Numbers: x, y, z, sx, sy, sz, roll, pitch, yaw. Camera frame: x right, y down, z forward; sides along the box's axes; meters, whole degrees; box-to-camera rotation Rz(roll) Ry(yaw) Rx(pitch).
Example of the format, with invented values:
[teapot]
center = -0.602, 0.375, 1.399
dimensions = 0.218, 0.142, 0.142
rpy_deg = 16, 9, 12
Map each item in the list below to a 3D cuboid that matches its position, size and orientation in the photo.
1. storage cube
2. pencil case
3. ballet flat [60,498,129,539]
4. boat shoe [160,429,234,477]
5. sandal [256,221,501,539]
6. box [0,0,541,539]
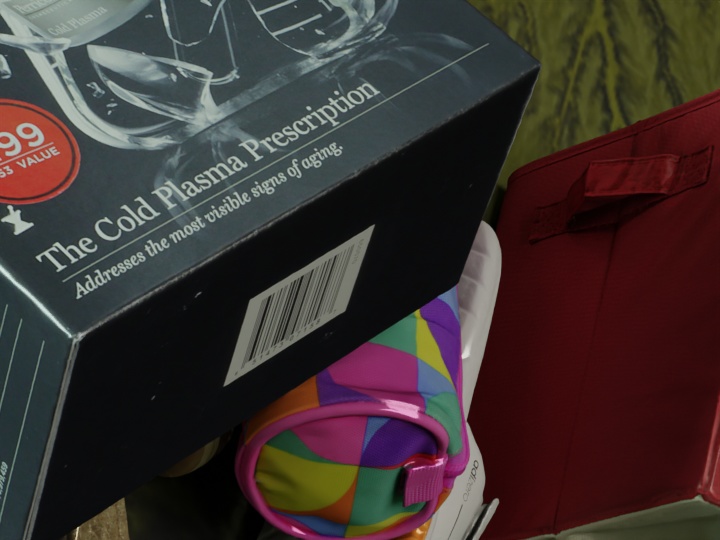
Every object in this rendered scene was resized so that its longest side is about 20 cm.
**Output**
[storage cube]
center = 0.150, 0.057, 1.041
dimensions = 0.199, 0.170, 0.181
rpy_deg = 31, 60, -28
[pencil case]
center = 0.000, 0.000, 0.961
dimensions = 0.088, 0.088, 0.201
rpy_deg = 30, 43, -28
[ballet flat]
center = -0.107, 0.070, 0.910
dimensions = 0.065, 0.070, 0.202
rpy_deg = 22, 62, -62
[boat shoe]
center = -0.071, -0.028, 0.958
dimensions = 0.072, 0.072, 0.201
rpy_deg = -8, 75, -39
[sandal]
center = 0.020, 0.076, 0.988
dimensions = 0.059, 0.079, 0.208
rpy_deg = 46, 55, -37
[box]
center = -0.083, -0.046, 0.814
dimensions = 0.182, 0.104, 0.200
rpy_deg = 41, 49, 20
